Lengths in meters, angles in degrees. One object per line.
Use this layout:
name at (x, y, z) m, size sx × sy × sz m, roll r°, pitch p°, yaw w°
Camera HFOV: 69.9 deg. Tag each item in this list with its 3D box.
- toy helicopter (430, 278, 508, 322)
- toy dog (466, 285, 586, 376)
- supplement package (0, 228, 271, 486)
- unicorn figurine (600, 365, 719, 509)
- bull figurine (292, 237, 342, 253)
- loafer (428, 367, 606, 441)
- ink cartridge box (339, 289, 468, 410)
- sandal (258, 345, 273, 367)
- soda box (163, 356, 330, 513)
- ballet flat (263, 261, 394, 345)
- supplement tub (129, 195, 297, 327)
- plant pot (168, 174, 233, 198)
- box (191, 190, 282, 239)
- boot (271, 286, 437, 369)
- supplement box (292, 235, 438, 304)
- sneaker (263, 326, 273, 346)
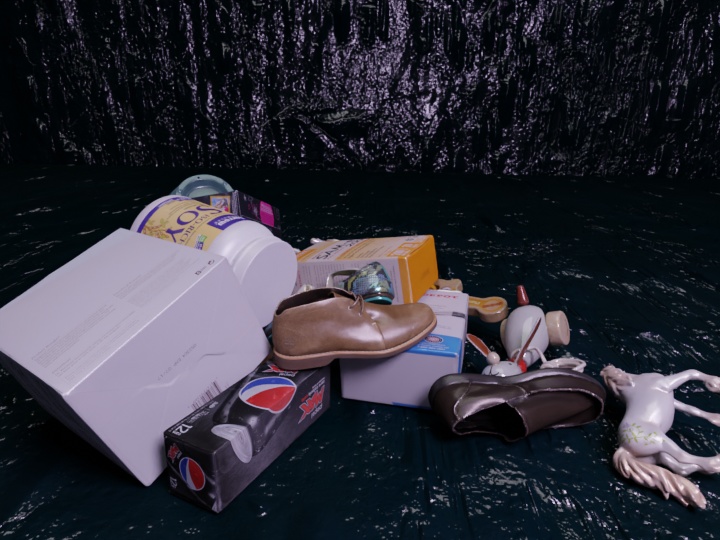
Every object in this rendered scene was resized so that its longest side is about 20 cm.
toy helicopter at (0.139, 0.057, 0.836) m, size 0.200 × 0.079 × 0.132 m, roll 7°, pitch 35°, yaw 41°
toy dog at (0.212, 0.084, 0.692) m, size 0.132 × 0.097 × 0.200 m, roll -20°, pitch 5°, yaw 17°
supplement package at (-0.247, 0.078, 0.558) m, size 0.200 × 0.147 × 0.191 m, roll 14°, pitch 46°, yaw 35°
unicorn figurine at (0.322, 0.153, 0.558) m, size 0.137 × 0.074 × 0.200 m, roll 1°, pitch 21°, yaw 38°
bull figurine at (-0.081, -0.021, 1.079) m, size 0.121 × 0.065 × 0.200 m, roll 16°, pitch 23°, yaw 30°
loafer at (0.178, 0.158, 0.570) m, size 0.199 × 0.073 × 0.071 m, roll -2°, pitch 32°, yaw -2°
ink cartridge box at (0.069, 0.097, 0.704) m, size 0.144 × 0.085 × 0.200 m, roll 4°, pitch 19°, yaw 15°
sandal at (-0.168, 0.124, 0.660) m, size 0.200 × 0.054 × 0.080 m, roll -17°, pitch 25°, yaw -41°
soda box at (-0.107, 0.155, 0.544) m, size 0.063 × 0.071 × 0.200 m, roll 11°, pitch 21°, yaw 25°
ballet flat at (-0.046, 0.042, 0.687) m, size 0.199 × 0.074 × 0.074 m, roll -21°, pitch 11°, yaw 21°
supplement tub at (-0.203, -0.011, 0.712) m, size 0.199 × 0.146 × 0.145 m, roll 20°, pitch 25°, yaw 24°
plant pot at (-0.327, -0.117, 1.091) m, size 0.200 × 0.134 × 0.201 m, roll 8°, pitch 59°, yaw -13°
box at (-0.225, -0.054, 0.927) m, size 0.114 × 0.133 × 0.200 m, roll -8°, pitch -4°, yaw 11°
boot at (-0.002, 0.055, 0.591) m, size 0.199 × 0.076 × 0.074 m, roll -9°, pitch 23°, yaw -17°
supplement box at (0.000, 0.000, 0.763) m, size 0.199 × 0.074 × 0.126 m, roll -2°, pitch 16°, yaw 25°
sneaker at (-0.175, 0.080, 0.763) m, size 0.199 × 0.077 × 0.081 m, roll -2°, pitch 20°, yaw -4°
